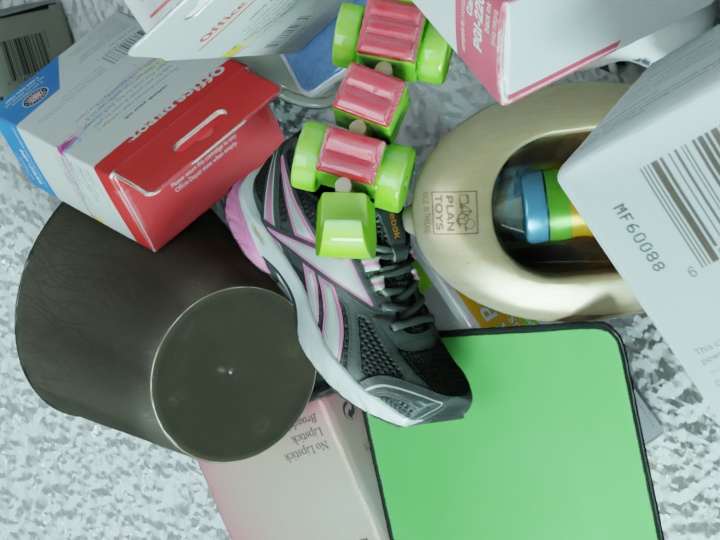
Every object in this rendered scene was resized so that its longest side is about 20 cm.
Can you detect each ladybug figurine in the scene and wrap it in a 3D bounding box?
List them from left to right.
[{"bbox_3d":[0.123,-0.041,1.441,0.199,0.072,0.137,-2,97,-1],"label":"ladybug figurine"}]

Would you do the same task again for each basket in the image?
[{"bbox_3d":[-0.119,0.037,1.594,0.200,0.136,0.181,28,97,59],"label":"basket"}]

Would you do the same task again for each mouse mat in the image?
[{"bbox_3d":[0.085,0.111,1.472,0.199,0.008,0.162,-4,103,38],"label":"mouse mat"}]

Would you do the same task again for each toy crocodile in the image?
[{"bbox_3d":[0.008,-0.099,1.417,0.067,0.062,0.201,15,76,7],"label":"toy crocodile"}]

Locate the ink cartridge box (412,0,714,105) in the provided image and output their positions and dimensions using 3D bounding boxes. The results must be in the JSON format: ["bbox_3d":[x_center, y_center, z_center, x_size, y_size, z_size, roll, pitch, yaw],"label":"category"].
[{"bbox_3d":[0.082,-0.207,1.369,0.200,0.145,0.085,52,160,34],"label":"ink cartridge box"}]

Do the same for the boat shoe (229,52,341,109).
[{"bbox_3d":[-0.083,-0.166,1.616,0.200,0.073,0.062,36,167,14],"label":"boat shoe"}]

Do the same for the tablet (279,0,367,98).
[{"bbox_3d":[-0.031,-0.223,1.552,0.130,0.014,0.201,-32,81,26],"label":"tablet"}]

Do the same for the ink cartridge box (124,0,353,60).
[{"bbox_3d":[-0.063,-0.182,1.453,0.116,0.200,0.068,-40,78,24],"label":"ink cartridge box"}]

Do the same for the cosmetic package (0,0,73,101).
[{"bbox_3d":[-0.300,-0.126,1.752,0.199,0.105,0.071,-13,96,37],"label":"cosmetic package"}]

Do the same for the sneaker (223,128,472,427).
[{"bbox_3d":[0.000,0.000,1.451,0.200,0.080,0.086,50,125,17],"label":"sneaker"}]

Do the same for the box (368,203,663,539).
[{"bbox_3d":[0.072,0.060,1.535,0.112,0.101,0.200,-40,80,39],"label":"box"}]

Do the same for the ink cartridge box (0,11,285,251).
[{"bbox_3d":[-0.132,-0.085,1.585,0.200,0.116,0.067,28,152,49],"label":"ink cartridge box"}]

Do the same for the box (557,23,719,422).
[{"bbox_3d":[0.251,-0.042,1.290,0.199,0.171,0.200,-29,100,33],"label":"box"}]

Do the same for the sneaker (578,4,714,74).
[{"bbox_3d":[0.112,-0.158,1.454,0.199,0.076,0.081,21,126,32],"label":"sneaker"}]

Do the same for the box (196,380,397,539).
[{"bbox_3d":[0.001,0.171,1.623,0.128,0.109,0.201,-23,91,39],"label":"box"}]
